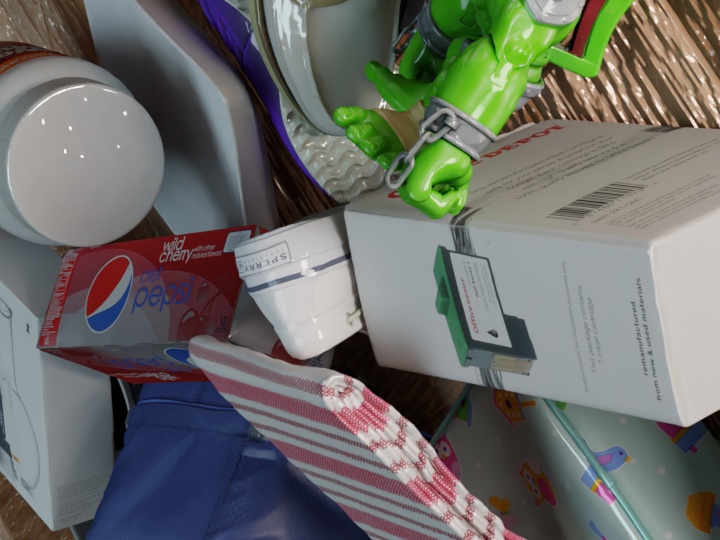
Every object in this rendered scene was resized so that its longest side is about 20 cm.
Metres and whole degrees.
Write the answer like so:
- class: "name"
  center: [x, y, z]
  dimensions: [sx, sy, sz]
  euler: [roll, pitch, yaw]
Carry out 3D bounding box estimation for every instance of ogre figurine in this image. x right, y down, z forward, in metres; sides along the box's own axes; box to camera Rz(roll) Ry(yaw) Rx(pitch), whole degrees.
- class: "ogre figurine"
  center: [0.056, -0.104, 1.018]
  dimensions: [0.098, 0.200, 0.120]
  euler: [40, 108, 8]

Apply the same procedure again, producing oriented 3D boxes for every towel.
- class: "towel"
  center: [0.014, 0.100, 1.087]
  dimensions: [0.200, 0.030, 0.146]
  euler: [46, 162, -26]

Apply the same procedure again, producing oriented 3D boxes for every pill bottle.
- class: "pill bottle"
  center: [-0.187, -0.074, 1.321]
  dimensions: [0.200, 0.109, 0.110]
  euler: [23, 128, 66]

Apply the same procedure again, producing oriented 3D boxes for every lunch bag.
- class: "lunch bag"
  center: [0.121, 0.127, 1.127]
  dimensions: [0.200, 0.077, 0.161]
  euler: [55, 149, 20]
- class: "lunch bag"
  center: [-0.049, 0.118, 1.275]
  dimensions: [0.200, 0.136, 0.133]
  euler: [-3, 66, 52]

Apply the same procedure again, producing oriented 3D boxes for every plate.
- class: "plate"
  center: [-0.097, -0.081, 1.287]
  dimensions: [0.200, 0.032, 0.200]
  euler: [49, 158, 40]

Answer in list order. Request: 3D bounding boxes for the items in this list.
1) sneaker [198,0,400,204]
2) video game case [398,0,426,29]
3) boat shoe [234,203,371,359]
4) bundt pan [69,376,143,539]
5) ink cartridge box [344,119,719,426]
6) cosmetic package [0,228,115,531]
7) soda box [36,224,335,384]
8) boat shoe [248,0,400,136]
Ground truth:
- class: "sneaker"
  center: [-0.039, -0.129, 1.208]
  dimensions: [0.201, 0.069, 0.100]
  euler: [60, 173, -15]
- class: "video game case"
  center: [0.000, -0.240, 1.128]
  dimensions: [0.143, 0.019, 0.200]
  euler: [44, 140, 29]
- class: "boat shoe"
  center: [0.000, 0.000, 1.113]
  dimensions: [0.073, 0.200, 0.067]
  euler: [-16, 93, 31]
- class: "bundt pan"
  center: [-0.148, 0.090, 1.441]
  dimensions: [0.202, 0.076, 0.203]
  euler: [40, 138, 49]
- class: "ink cartridge box"
  center: [0.111, -0.006, 1.006]
  dimensions: [0.200, 0.146, 0.085]
  euler: [8, 116, 51]
- class: "cosmetic package"
  center: [-0.219, 0.048, 1.417]
  dimensions: [0.200, 0.052, 0.151]
  euler: [37, 133, 49]
- class: "soda box"
  center: [-0.092, 0.021, 1.219]
  dimensions: [0.200, 0.070, 0.064]
  euler: [-4, 68, 53]
- class: "boat shoe"
  center: [-0.011, -0.159, 1.109]
  dimensions: [0.068, 0.075, 0.201]
  euler: [20, 123, 53]
